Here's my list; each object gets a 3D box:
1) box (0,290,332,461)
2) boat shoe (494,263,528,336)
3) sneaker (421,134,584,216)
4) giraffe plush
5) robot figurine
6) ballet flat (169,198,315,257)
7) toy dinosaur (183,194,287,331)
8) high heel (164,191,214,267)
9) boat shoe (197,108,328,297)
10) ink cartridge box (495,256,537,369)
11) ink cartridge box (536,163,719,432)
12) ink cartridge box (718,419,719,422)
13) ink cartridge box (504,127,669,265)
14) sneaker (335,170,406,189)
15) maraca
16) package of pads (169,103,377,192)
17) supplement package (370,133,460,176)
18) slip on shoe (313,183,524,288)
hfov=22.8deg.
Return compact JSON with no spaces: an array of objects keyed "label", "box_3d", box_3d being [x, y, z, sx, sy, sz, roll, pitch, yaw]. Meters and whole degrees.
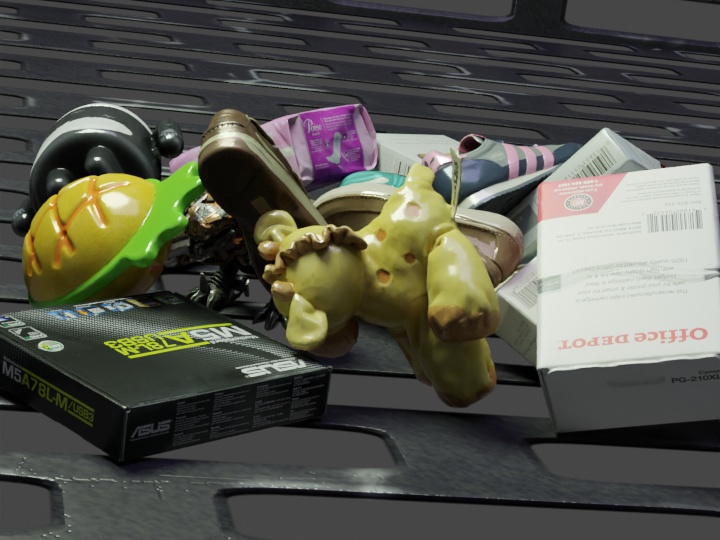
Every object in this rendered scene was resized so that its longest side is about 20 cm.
[{"label":"box","box_3d":[-0.156,0.072,1.325,0.199,0.048,0.192,-8,21,-44]},{"label":"boat shoe","box_3d":[0.187,0.019,1.648,0.199,0.074,0.063,-10,27,-29]},{"label":"sneaker","box_3d":[0.138,-0.101,1.669,0.199,0.070,0.082,-20,66,-47]},{"label":"giraffe plush","box_3d":[0.005,0.014,1.392,0.161,0.202,0.173,-13,23,-14]},{"label":"robot figurine","box_3d":[-0.249,-0.087,1.705,0.149,0.126,0.200,9,15,-8]},{"label":"ballet flat","box_3d":[-0.113,-0.051,1.634,0.199,0.047,0.067,-14,-8,-46]},{"label":"toy dinosaur","box_3d":[-0.086,-0.028,1.547,0.199,0.137,0.102,-7,20,-42]},{"label":"high heel","box_3d":[-0.119,-0.034,1.688,0.141,0.072,0.200,14,16,2]},{"label":"boat shoe","box_3d":[-0.067,-0.051,1.462,0.074,0.203,0.075,-18,41,11]},{"label":"ink cartridge box","box_3d":[0.226,0.042,1.539,0.176,0.045,0.200,40,43,15]},{"label":"ink cartridge box","box_3d":[0.215,0.021,1.404,0.143,0.085,0.201,-6,47,12]},{"label":"ink cartridge box","box_3d":[0.320,0.052,1.481,0.115,0.068,0.201,1,40,-27]},{"label":"ink cartridge box","box_3d":[0.224,-0.043,1.698,0.199,0.160,0.047,22,31,-54]},{"label":"sneaker","box_3d":[0.032,-0.060,1.692,0.079,0.078,0.200,34,-4,-35]},{"label":"maraca","box_3d":[-0.201,-0.026,1.463,0.199,0.107,0.138,-21,37,39]},{"label":"package of pads","box_3d":[-0.089,-0.109,1.825,0.199,0.076,0.120,-15,0,45]},{"label":"supplement package","box_3d":[0.087,-0.061,1.802,0.113,0.111,0.200,-2,19,-32]},{"label":"slip on shoe","box_3d":[0.039,-0.021,1.533,0.198,0.077,0.061,13,44,19]}]
